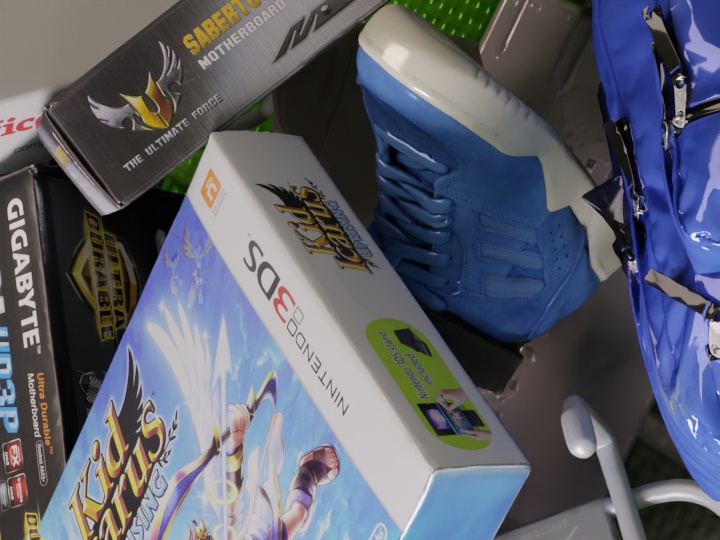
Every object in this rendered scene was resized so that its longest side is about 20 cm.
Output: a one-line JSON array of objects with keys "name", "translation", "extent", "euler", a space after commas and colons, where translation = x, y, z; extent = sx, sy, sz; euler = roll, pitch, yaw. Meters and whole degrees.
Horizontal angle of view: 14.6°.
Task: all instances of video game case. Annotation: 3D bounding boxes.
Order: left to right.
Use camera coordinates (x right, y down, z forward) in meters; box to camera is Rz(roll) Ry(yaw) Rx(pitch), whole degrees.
[{"name": "video game case", "translation": [-0.036, 0.083, 1.011], "extent": [0.182, 0.045, 0.201], "euler": [56, 131, 40]}]

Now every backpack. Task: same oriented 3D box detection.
[{"name": "backpack", "translation": [0.158, -0.016, 0.963], "extent": [0.162, 0.168, 0.201], "euler": [-11, 70, 15]}]

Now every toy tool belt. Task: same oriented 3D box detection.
[{"name": "toy tool belt", "translation": [0.000, 0.000, 1.213], "extent": [0.123, 0.124, 0.201], "euler": [111, 170, -74]}]

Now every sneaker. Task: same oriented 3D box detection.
[{"name": "sneaker", "translation": [0.027, -0.015, 1.057], "extent": [0.111, 0.200, 0.077], "euler": [-47, 61, 1]}]

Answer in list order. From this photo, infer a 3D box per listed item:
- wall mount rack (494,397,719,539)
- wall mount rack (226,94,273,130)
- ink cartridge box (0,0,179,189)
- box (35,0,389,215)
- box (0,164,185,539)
[{"name": "wall mount rack", "translation": [0.055, 0.150, 1.042], "extent": [0.199, 0.075, 0.175], "euler": [-22, 64, 13]}, {"name": "wall mount rack", "translation": [-0.068, -0.148, 1.258], "extent": [0.200, 0.173, 0.075], "euler": [128, 151, -50]}, {"name": "ink cartridge box", "translation": [-0.163, -0.058, 1.246], "extent": [0.084, 0.145, 0.200], "euler": [61, 153, 22]}, {"name": "box", "translation": [-0.034, -0.100, 1.091], "extent": [0.200, 0.048, 0.158], "euler": [-38, 5, -5]}, {"name": "box", "translation": [-0.091, 0.065, 1.205], "extent": [0.046, 0.159, 0.201], "euler": [-19, 71, 34]}]
